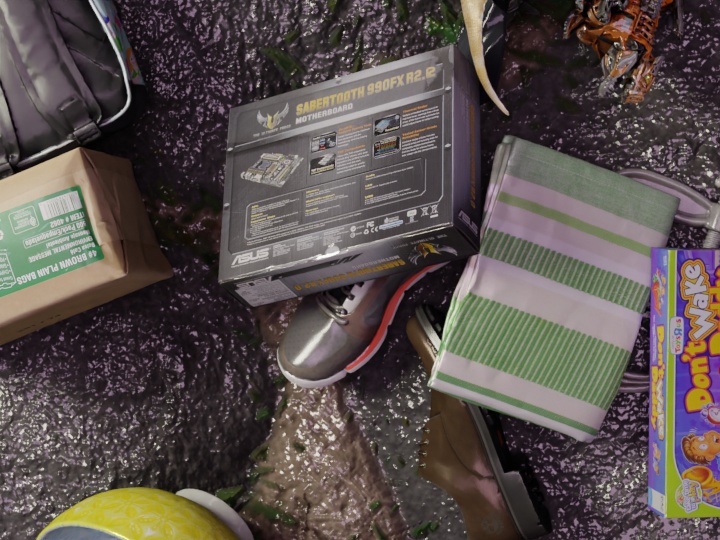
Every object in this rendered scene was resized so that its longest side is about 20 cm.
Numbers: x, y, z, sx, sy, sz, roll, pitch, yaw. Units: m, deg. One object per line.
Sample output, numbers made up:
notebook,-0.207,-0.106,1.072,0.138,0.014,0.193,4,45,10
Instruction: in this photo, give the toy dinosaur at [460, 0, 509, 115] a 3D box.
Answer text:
toy dinosaur,0.081,-0.222,1.401,0.058,0.101,0.202,0,106,-34

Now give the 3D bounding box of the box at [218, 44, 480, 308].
box,-0.008,-0.069,1.427,0.199,0.048,0.159,-14,57,24

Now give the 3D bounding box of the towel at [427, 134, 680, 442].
towel,0.144,0.015,1.439,0.152,0.023,0.201,20,84,-13

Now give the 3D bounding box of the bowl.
bowl,-0.142,0.233,1.469,0.200,0.200,0.108,36,51,5

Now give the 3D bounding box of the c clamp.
c clamp,0.236,0.009,1.475,0.170,0.027,0.201,26,93,5

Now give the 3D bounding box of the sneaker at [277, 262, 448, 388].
sneaker,0.000,0.000,1.465,0.077,0.082,0.200,41,89,28

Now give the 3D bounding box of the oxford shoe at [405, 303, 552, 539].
oxford shoe,0.071,0.124,1.475,0.084,0.073,0.201,-23,85,15

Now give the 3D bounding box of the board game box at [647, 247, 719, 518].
board game box,0.288,0.083,1.442,0.133,0.045,0.202,-1,93,-9

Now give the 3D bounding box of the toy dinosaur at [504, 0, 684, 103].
toy dinosaur,0.180,-0.225,1.459,0.135,0.102,0.201,2,52,-8

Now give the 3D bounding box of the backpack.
backpack,-0.270,-0.178,1.467,0.177,0.151,0.201,-25,95,3

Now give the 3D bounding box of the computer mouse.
computer mouse,0.096,-0.223,1.453,0.034,0.059,0.202,5,108,-6

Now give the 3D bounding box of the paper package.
paper package,-0.263,-0.006,1.449,0.199,0.191,0.104,-21,89,5
